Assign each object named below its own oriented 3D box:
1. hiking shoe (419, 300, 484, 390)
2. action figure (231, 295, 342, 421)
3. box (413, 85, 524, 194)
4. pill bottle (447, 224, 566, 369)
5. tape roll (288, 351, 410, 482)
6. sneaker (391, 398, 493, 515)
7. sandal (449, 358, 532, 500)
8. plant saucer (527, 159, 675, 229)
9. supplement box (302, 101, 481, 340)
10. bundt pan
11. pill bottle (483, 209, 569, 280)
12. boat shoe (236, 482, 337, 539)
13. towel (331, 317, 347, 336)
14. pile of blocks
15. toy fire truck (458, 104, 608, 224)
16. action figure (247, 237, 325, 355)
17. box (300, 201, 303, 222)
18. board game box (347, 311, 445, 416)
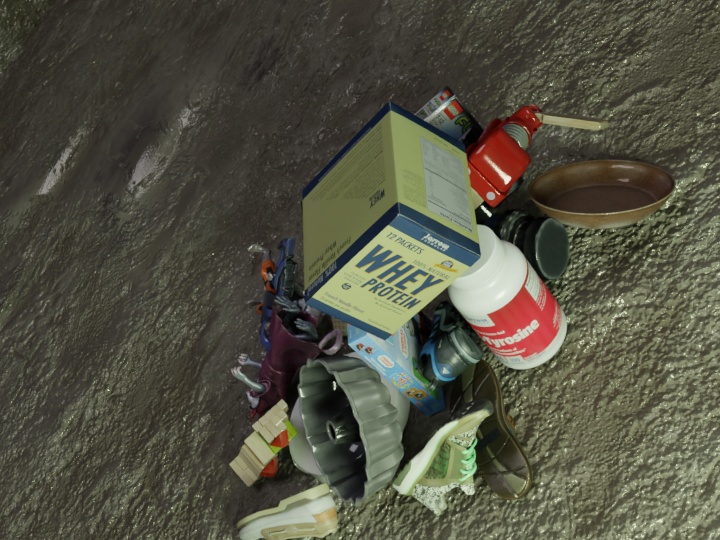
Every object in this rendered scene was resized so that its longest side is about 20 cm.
[{"bbox_3d":[0.111,0.100,1.684,0.087,0.075,0.200,-42,5,7],"label":"hiking shoe"},{"bbox_3d":[-0.121,0.148,1.897,0.134,0.147,0.202,-81,9,-69],"label":"action figure"},{"bbox_3d":[0.146,-0.167,1.824,0.110,0.200,0.035,-40,35,9],"label":"box"},{"bbox_3d":[0.184,0.033,1.616,0.111,0.200,0.113,-22,43,23],"label":"pill bottle"},{"bbox_3d":[-0.019,0.214,1.790,0.201,0.037,0.205,-25,45,27],"label":"tape roll"},{"bbox_3d":[0.125,0.241,1.574,0.077,0.089,0.201,-36,-14,-51],"label":"sneaker"},{"bbox_3d":[0.177,0.210,1.605,0.082,0.054,0.201,-40,53,19],"label":"sandal"},{"bbox_3d":[0.327,-0.100,1.670,0.197,0.037,0.201,-6,25,3],"label":"plant saucer"},{"bbox_3d":[0.034,-0.062,1.575,0.200,0.133,0.201,-43,36,35],"label":"supplement box"},{"bbox_3d":[-0.008,0.204,1.637,0.075,0.204,0.202,-16,30,-26],"label":"bundt pan"},{"bbox_3d":[0.190,-0.029,1.740,0.198,0.112,0.113,-1,57,42],"label":"pill bottle"},{"bbox_3d":[-0.105,0.357,1.716,0.199,0.074,0.069,-33,76,47],"label":"boat shoe"},{"bbox_3d":[0.000,0.000,1.865,0.142,0.023,0.203,-2,99,41],"label":"towel"},{"bbox_3d":[-0.131,0.261,1.808,0.082,0.062,0.200,-35,-13,-35],"label":"pile of blocks"},{"bbox_3d":[0.220,-0.167,1.679,0.200,0.129,0.176,-43,5,33],"label":"toy fire truck"},{"bbox_3d":[-0.115,0.026,1.979,0.193,0.104,0.202,41,124,45],"label":"action figure"},{"bbox_3d":[-0.003,-0.097,2.029,0.199,0.049,0.161,-30,44,21],"label":"box"},{"bbox_3d":[0.047,0.089,1.703,0.036,0.200,0.153,-27,43,23],"label":"board game box"}]
